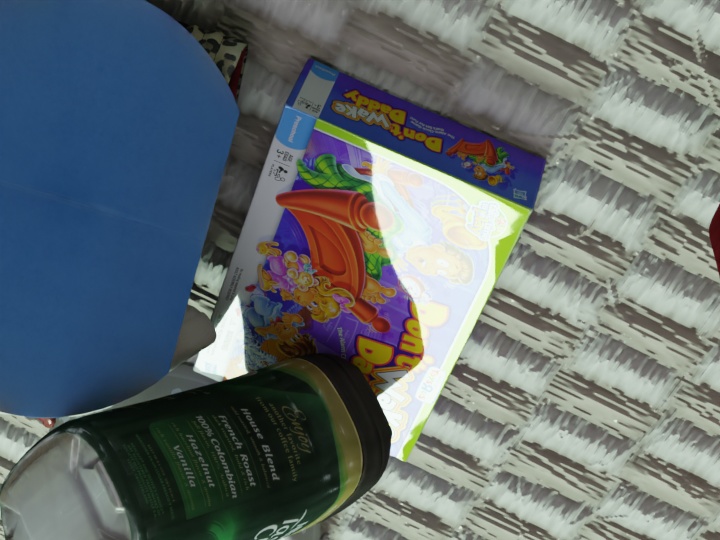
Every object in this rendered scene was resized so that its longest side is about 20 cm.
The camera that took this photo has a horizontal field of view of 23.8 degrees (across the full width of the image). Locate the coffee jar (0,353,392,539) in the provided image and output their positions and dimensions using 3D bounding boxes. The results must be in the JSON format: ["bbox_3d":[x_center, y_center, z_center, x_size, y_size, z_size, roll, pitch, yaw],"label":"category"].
[{"bbox_3d":[-0.077,0.105,0.873,0.104,0.199,0.086,-40,73,39],"label":"coffee jar"}]

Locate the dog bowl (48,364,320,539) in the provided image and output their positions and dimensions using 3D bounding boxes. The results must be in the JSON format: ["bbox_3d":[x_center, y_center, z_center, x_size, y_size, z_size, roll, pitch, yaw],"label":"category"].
[{"bbox_3d":[-0.114,0.151,1.069,0.198,0.059,0.202,9,130,11],"label":"dog bowl"}]

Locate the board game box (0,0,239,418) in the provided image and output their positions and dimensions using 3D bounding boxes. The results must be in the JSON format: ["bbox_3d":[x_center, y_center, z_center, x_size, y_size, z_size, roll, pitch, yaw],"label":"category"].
[{"bbox_3d":[-0.147,-0.034,0.802,0.157,0.202,0.039,16,179,-35],"label":"board game box"}]

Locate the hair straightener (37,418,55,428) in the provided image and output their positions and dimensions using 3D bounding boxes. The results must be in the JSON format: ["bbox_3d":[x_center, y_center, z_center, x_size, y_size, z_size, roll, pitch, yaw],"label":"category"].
[{"bbox_3d":[-0.142,-0.023,0.857,0.041,0.076,0.202,28,128,54],"label":"hair straightener"}]

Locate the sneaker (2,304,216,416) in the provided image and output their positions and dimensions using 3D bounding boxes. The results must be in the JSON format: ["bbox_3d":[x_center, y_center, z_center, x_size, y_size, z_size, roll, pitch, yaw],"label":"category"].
[{"bbox_3d":[-0.165,0.030,0.961,0.199,0.075,0.089,-11,106,45],"label":"sneaker"}]

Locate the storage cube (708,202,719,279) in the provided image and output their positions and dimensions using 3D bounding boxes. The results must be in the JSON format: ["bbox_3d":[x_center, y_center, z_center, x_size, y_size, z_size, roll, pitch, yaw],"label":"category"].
[{"bbox_3d":[0.254,-0.034,0.682,0.198,0.180,0.172,22,108,1],"label":"storage cube"}]

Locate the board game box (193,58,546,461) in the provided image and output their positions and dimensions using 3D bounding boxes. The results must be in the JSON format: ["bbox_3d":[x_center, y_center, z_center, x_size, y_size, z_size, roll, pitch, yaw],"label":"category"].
[{"bbox_3d":[0.000,0.000,0.916,0.133,0.045,0.201,22,131,0],"label":"board game box"}]

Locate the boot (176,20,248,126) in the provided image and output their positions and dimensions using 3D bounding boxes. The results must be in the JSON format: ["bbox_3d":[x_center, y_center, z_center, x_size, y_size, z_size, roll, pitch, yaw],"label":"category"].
[{"bbox_3d":[-0.150,-0.069,0.894,0.152,0.074,0.205,20,132,-2],"label":"boot"}]
